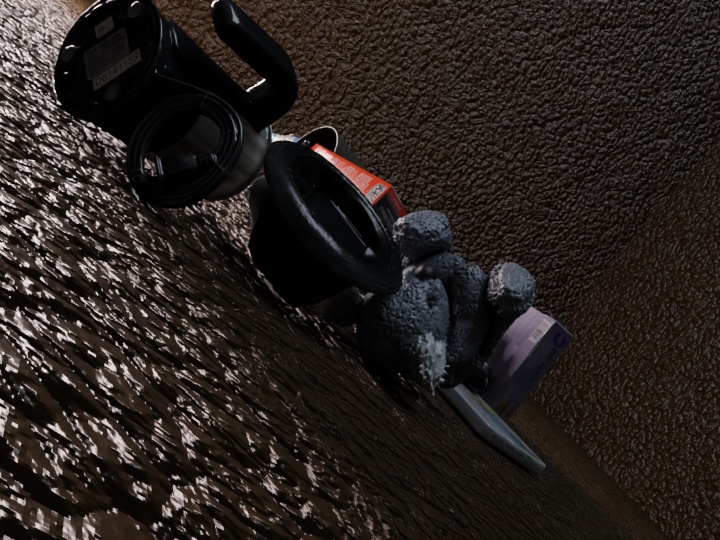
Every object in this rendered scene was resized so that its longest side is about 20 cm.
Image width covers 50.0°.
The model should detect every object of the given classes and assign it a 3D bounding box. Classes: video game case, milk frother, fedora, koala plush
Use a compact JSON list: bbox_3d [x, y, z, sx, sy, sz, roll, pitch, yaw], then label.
[{"bbox_3d":[0.159,0.194,1.097,0.181,0.022,0.200,39,4,-43],"label":"video game case"},{"bbox_3d":[-0.149,-0.118,0.698,0.188,0.176,0.205,35,51,-60],"label":"milk frother"},{"bbox_3d":[-0.046,-0.030,0.736,0.200,0.091,0.202,44,19,-20],"label":"fedora"},{"bbox_3d":[0.060,0.055,0.825,0.176,0.187,0.199,33,21,21],"label":"koala plush"}]

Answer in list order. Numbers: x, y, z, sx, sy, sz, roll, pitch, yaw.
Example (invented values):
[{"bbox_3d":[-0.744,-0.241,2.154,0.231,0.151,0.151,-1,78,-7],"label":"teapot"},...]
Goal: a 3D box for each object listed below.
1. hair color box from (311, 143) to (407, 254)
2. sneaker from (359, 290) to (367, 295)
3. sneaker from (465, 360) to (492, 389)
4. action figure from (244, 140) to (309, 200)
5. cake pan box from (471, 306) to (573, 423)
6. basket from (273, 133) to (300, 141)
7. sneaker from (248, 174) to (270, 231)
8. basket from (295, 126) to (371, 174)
[{"bbox_3d":[-0.012,-0.097,1.094,0.199,0.061,0.102,37,-15,47],"label":"hair color box"},{"bbox_3d":[0.000,0.000,1.168,0.117,0.074,0.202,32,19,-35],"label":"sneaker"},{"bbox_3d":[0.180,0.133,1.250,0.069,0.091,0.200,35,-8,-1],"label":"sneaker"},{"bbox_3d":[-0.076,-0.082,1.021,0.201,0.104,0.194,48,-5,18],"label":"action figure"},{"bbox_3d":[0.264,0.151,1.332,0.052,0.201,0.184,37,2,-12],"label":"cake pan box"},{"bbox_3d":[-0.187,-0.310,2.250,0.198,0.141,0.176,33,1,12],"label":"basket"},{"bbox_3d":[-0.093,-0.049,0.851,0.079,0.071,0.201,30,-13,20],"label":"sneaker"},{"bbox_3d":[-0.035,-0.118,1.294,0.199,0.179,0.138,33,37,-36],"label":"basket"}]
